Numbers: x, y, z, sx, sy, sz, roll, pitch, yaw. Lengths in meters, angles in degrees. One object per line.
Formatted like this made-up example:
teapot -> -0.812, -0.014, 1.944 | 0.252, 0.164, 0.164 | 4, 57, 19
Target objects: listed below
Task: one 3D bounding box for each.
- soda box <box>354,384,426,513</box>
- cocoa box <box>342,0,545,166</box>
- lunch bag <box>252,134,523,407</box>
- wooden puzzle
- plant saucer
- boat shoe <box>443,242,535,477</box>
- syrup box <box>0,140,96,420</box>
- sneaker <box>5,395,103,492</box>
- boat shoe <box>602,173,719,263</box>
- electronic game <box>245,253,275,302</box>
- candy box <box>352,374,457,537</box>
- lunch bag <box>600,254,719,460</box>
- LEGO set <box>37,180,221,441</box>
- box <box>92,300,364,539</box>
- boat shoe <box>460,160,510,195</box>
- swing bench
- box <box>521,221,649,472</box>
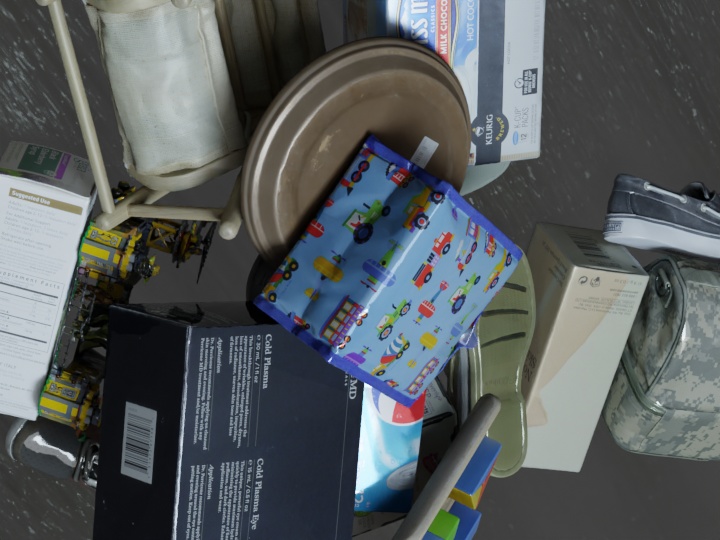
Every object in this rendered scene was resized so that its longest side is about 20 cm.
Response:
soda box -> 0.015, 0.089, 1.564 | 0.064, 0.068, 0.201 | 4, 99, -16
cocoa box -> 0.062, -0.194, 1.521 | 0.130, 0.134, 0.201 | -8, 119, -13
lunch bag -> 0.041, 0.018, 1.455 | 0.151, 0.094, 0.200 | -54, 142, 0
wooden puzzle -> 0.060, 0.223, 1.604 | 0.046, 0.185, 0.201 | 28, 138, 9
plant saucer -> 0.004, -0.074, 1.443 | 0.199, 0.029, 0.201 | -17, 125, -27
boat shoe -> 0.103, 0.074, 1.684 | 0.074, 0.068, 0.201 | 1, 94, -36
syrup box -> -0.266, 0.008, 1.540 | 0.081, 0.079, 0.201 | 14, 112, -6
sneaker -> -0.200, 0.162, 1.651 | 0.199, 0.082, 0.077 | 12, 113, -24
boat shoe -> 0.299, -0.044, 1.724 | 0.199, 0.072, 0.068 | 12, 83, -29
electronic game -> 0.000, 0.000, 1.632 | 0.199, 0.042, 0.201 | -16, 142, -12
candy box -> -0.016, 0.170, 1.673 | 0.199, 0.061, 0.137 | -18, 142, -10
lunch bag -> 0.322, 0.068, 1.725 | 0.199, 0.140, 0.168 | 8, 135, -21
LEGO set -> -0.168, 0.042, 1.556 | 0.115, 0.154, 0.201 | 18, 100, 3
box -> -0.098, 0.129, 1.492 | 0.181, 0.104, 0.201 | 0, 98, -43
boat shoe -> 0.024, -0.090, 1.606 | 0.199, 0.061, 0.076 | -9, 148, -17
swing bench -> -0.120, -0.159, 1.467 | 0.129, 0.200, 0.200 | 5, 123, 26
box -> 0.175, 0.069, 1.723 | 0.077, 0.095, 0.201 | 7, 113, -22
